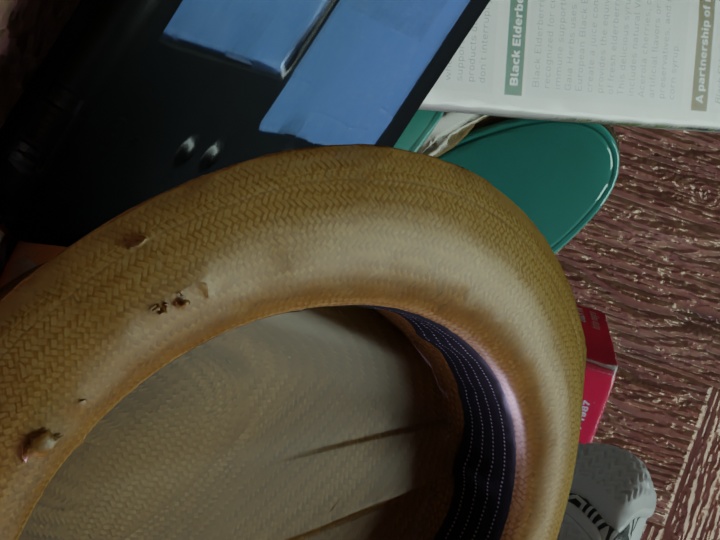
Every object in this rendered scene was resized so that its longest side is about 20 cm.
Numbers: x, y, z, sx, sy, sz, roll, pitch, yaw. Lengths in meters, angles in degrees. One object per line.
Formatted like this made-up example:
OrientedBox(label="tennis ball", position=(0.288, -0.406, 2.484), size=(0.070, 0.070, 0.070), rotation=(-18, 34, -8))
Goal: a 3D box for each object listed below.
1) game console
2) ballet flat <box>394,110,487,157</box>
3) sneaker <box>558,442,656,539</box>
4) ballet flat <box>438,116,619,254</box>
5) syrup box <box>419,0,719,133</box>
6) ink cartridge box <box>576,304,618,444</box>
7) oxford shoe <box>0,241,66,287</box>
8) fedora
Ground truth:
OrientedBox(label="game console", position=(0.001, -0.088, 0.613), size=(0.201, 0.031, 0.177), rotation=(-57, 165, 10))
OrientedBox(label="ballet flat", position=(0.018, -0.070, 0.875), size=(0.200, 0.068, 0.072), rotation=(-44, -161, -26))
OrientedBox(label="sneaker", position=(0.051, 0.164, 0.958), size=(0.200, 0.075, 0.115), rotation=(-49, 135, -19))
OrientedBox(label="ballet flat", position=(0.000, 0.000, 0.907), size=(0.200, 0.068, 0.075), rotation=(-38, -160, -12))
OrientedBox(label="syrup box", position=(0.062, -0.088, 0.810), size=(0.079, 0.199, 0.082), rotation=(9, -85, 52))
OrientedBox(label="ink cartridge box", position=(-0.008, 0.064, 1.082), size=(0.083, 0.199, 0.146), rotation=(-83, -169, -72))
OrientedBox(label="oxford shoe", position=(-0.050, 0.020, 0.728), size=(0.200, 0.073, 0.072), rotation=(-37, 148, -78))
OrientedBox(label="fedora", position=(-0.041, 0.049, 0.580), size=(0.082, 0.200, 0.202), rotation=(33, -70, 45))
